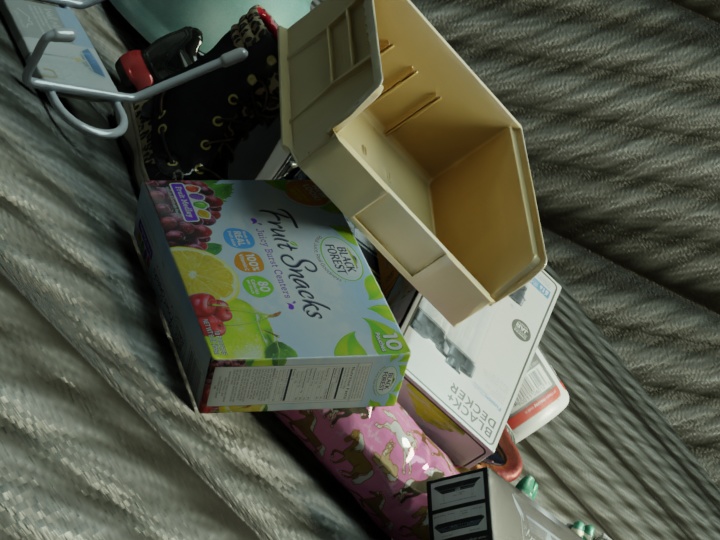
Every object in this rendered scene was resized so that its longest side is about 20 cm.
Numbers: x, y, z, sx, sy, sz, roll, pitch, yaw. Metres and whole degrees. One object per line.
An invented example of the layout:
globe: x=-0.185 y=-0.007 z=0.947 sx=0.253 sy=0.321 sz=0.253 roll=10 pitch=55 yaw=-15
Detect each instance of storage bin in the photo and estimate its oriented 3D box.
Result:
storage bin: x=0.036 y=-0.093 z=1.537 sx=0.200 sy=0.093 sz=0.199 roll=46 pitch=22 yaw=-30

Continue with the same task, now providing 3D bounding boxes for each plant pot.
plant pot: x=-0.124 y=-0.253 z=1.951 sx=0.200 sy=0.134 sz=0.200 roll=40 pitch=8 yaw=-7

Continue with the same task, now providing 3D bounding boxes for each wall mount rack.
wall mount rack: x=-0.191 y=-0.186 z=1.569 sx=0.173 sy=0.075 sz=0.201 roll=5 pitch=42 yaw=-40

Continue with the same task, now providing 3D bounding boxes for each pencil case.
pencil case: x=0.002 y=0.116 z=1.510 sx=0.200 sy=0.083 sz=0.087 roll=49 pitch=55 yaw=-20

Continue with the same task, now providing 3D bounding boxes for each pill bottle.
pill bottle: x=0.099 y=0.069 z=1.960 sx=0.201 sy=0.115 sz=0.116 roll=58 pitch=10 yaw=2

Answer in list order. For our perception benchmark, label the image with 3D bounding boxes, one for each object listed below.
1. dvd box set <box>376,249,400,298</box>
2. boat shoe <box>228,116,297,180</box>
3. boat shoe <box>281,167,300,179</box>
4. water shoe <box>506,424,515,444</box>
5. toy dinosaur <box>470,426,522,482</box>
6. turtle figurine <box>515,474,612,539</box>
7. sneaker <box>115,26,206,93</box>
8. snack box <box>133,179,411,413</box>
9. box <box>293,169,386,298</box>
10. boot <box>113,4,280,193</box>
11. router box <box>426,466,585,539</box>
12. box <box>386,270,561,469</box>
dvd box set: x=0.073 y=-0.018 z=1.773 sx=0.146 sy=0.029 sz=0.201 roll=28 pitch=32 yaw=-27
boat shoe: x=-0.055 y=-0.114 z=1.685 sx=0.068 sy=0.200 sz=0.074 roll=14 pitch=36 yaw=-40
boat shoe: x=-0.077 y=-0.087 z=1.886 sx=0.075 sy=0.066 sz=0.200 roll=46 pitch=12 yaw=-33
water shoe: x=0.052 y=0.111 z=1.846 sx=0.200 sy=0.072 sz=0.079 roll=48 pitch=-16 yaw=-21
toy dinosaur: x=0.085 y=0.113 z=1.712 sx=0.104 sy=0.201 sz=0.181 roll=21 pitch=-2 yaw=-31
turtle figurine: x=0.173 y=0.254 z=1.746 sx=0.200 sy=0.100 sz=0.150 roll=49 pitch=-8 yaw=32
sneaker: x=-0.114 y=-0.123 z=1.759 sx=0.201 sy=0.098 sz=0.071 roll=50 pitch=8 yaw=-18
snack box: x=-0.064 y=0.014 z=1.427 sx=0.141 sy=0.053 sz=0.201 roll=0 pitch=38 yaw=-23
box: x=0.000 y=0.000 z=1.738 sx=0.158 sy=0.050 sz=0.200 roll=41 pitch=27 yaw=-13
boot: x=-0.100 y=-0.104 z=1.596 sx=0.073 sy=0.150 sz=0.201 roll=42 pitch=14 yaw=-43
router box: x=0.116 y=0.248 z=1.484 sx=0.200 sy=0.052 sz=0.158 roll=40 pitch=40 yaw=-51
box: x=0.075 y=0.052 z=1.622 sx=0.117 sy=0.060 sz=0.200 roll=43 pitch=43 yaw=-13
